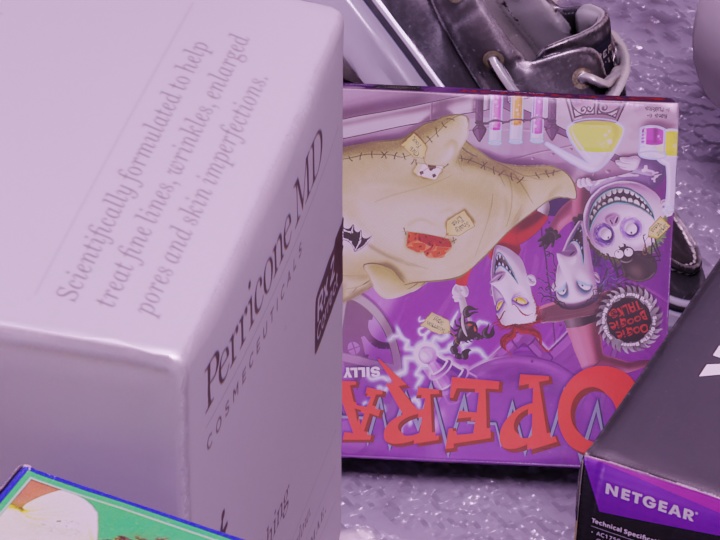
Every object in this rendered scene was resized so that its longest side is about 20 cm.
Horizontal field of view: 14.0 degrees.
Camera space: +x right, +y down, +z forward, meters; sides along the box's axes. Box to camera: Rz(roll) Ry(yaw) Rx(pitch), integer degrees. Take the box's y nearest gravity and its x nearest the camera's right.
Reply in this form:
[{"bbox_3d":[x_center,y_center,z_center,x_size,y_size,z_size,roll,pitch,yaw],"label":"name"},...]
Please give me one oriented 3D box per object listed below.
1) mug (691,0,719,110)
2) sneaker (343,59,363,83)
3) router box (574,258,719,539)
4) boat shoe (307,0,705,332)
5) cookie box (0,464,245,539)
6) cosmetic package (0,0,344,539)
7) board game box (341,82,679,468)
[{"bbox_3d":[0.232,-0.065,1.017,0.186,0.150,0.153,-19,49,-15],"label":"mug"},{"bbox_3d":[0.028,-0.041,1.039,0.088,0.077,0.200,8,39,-14],"label":"sneaker"},{"bbox_3d":[0.118,0.058,0.839,0.051,0.150,0.200,18,40,20],"label":"router box"},{"bbox_3d":[0.055,-0.061,0.976,0.200,0.071,0.072,46,26,-11],"label":"boat shoe"},{"bbox_3d":[-0.005,0.154,0.691,0.199,0.172,0.075,16,42,18],"label":"cookie box"},{"bbox_3d":[-0.101,0.040,0.812,0.164,0.200,0.165,9,38,10],"label":"cosmetic package"},{"bbox_3d":[0.000,0.000,0.943,0.199,0.120,0.032,2,8,1],"label":"board game box"}]
